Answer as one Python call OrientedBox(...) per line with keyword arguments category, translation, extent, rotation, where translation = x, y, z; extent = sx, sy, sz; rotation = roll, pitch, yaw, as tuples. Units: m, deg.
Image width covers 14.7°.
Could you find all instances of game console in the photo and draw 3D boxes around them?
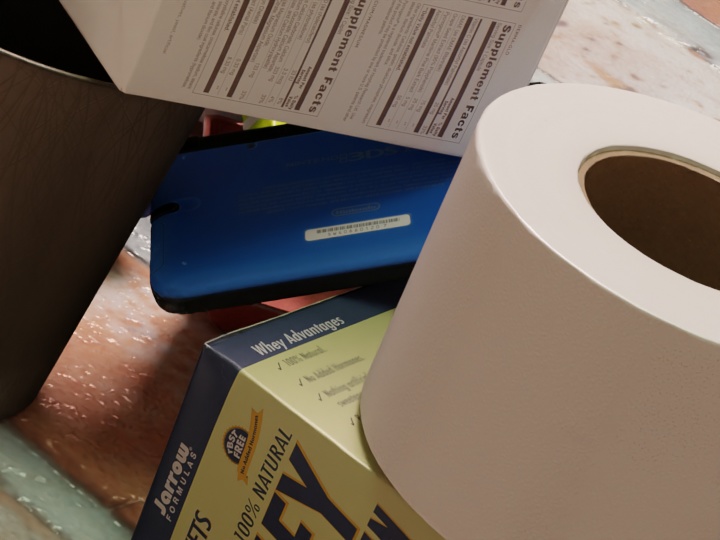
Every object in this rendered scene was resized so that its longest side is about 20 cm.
OrientedBox(category="game console", translation=(0.005, -0.014, 1.356), extent=(0.198, 0.119, 0.171), rotation=(-9, 39, 4))

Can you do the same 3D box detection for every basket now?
OrientedBox(category="basket", translation=(-0.177, -0.042, 1.310), extent=(0.179, 0.201, 0.136), rotation=(22, 27, -2))

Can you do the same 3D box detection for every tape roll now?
OrientedBox(category="tape roll", translation=(0.115, 0.034, 1.166), extent=(0.201, 0.140, 0.203), rotation=(19, 28, -10))

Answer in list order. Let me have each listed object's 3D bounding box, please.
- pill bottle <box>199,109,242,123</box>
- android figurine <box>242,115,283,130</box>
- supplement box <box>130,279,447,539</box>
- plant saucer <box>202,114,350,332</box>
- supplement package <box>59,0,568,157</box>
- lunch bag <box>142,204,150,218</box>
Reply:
OrientedBox(category="pill bottle", translation=(-0.106, -0.153, 1.641), extent=(0.199, 0.111, 0.111), rotation=(25, 28, 13))
OrientedBox(category="android figurine", translation=(-0.008, -0.099, 1.549), extent=(0.181, 0.041, 0.201), rotation=(13, 55, -31))
OrientedBox(category="supplement box", translation=(0.039, 0.117, 1.258), extent=(0.199, 0.135, 0.200), rotation=(36, 30, 24))
OrientedBox(category="plant saucer", translation=(0.000, 0.000, 1.542), extent=(0.199, 0.037, 0.200), rotation=(17, 28, -11))
OrientedBox(category="supplement package", translation=(-0.021, -0.163, 1.262), extent=(0.199, 0.151, 0.152), rotation=(9, 28, -33))
OrientedBox(category="lunch bag", translation=(-0.144, -0.140, 1.493), extent=(0.082, 0.201, 0.161), rotation=(4, 15, -31))
